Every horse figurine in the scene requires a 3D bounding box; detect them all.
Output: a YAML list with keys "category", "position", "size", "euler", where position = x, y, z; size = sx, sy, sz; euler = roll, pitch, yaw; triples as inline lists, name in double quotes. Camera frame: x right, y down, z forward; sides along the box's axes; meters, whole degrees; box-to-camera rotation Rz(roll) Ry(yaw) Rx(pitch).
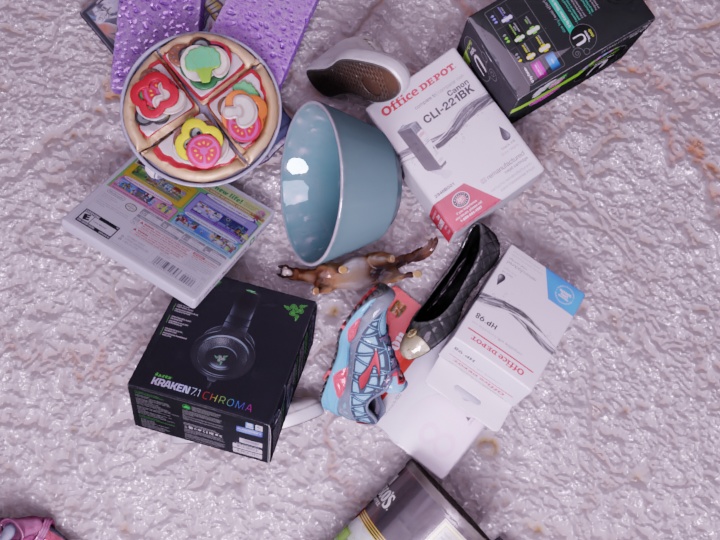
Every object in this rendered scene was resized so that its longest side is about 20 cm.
- category: "horse figurine"
  position: [0.000, 0.000, 1.108]
  size: [0.199, 0.133, 0.050]
  euler: [-12, 93, -11]

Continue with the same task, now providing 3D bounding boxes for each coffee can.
- category: "coffee can"
  position: [0.042, 0.349, 1.043]
  size: [0.200, 0.146, 0.146]
  euler: [-44, 85, -4]

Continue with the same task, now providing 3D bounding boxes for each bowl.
- category: "bowl"
  position: [-0.018, -0.108, 1.089]
  size: [0.104, 0.201, 0.202]
  euler: [-2, 83, -25]

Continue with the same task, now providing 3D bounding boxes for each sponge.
- category: "sponge"
  position: [-0.129, -0.328, 1.153]
  size: [0.111, 0.030, 0.201]
  euler: [20, 67, -2]
- category: "sponge"
  position: [-0.264, -0.331, 1.152]
  size: [0.111, 0.030, 0.201]
  euler: [3, 83, 2]

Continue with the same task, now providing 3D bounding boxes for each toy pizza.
- category: "toy pizza"
  position: [-0.196, -0.203, 1.076]
  size: [0.199, 0.032, 0.201]
  euler: [1, 81, -6]

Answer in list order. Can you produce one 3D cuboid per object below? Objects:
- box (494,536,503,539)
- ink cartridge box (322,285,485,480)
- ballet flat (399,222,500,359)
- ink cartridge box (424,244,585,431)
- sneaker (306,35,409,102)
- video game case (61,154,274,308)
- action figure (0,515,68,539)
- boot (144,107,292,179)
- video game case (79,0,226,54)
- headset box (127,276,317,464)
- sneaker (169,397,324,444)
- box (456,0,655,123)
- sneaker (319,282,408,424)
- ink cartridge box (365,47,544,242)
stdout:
- category: "box"
  position: [0.180, 0.461, 1.082]
  size: [0.156, 0.041, 0.200]
  euler: [-39, 83, -3]
- category: "ink cartridge box"
  position: [0.076, 0.141, 1.117]
  size: [0.200, 0.057, 0.163]
  euler: [39, 85, 0]
- category: "ballet flat"
  position: [0.106, 0.026, 1.097]
  size: [0.057, 0.066, 0.200]
  euler: [48, 70, -33]
- category: "ink cartridge box"
  position: [0.179, 0.082, 1.077]
  size: [0.116, 0.067, 0.200]
  euler: [34, 62, 4]
- category: "sneaker"
  position: [0.008, -0.265, 1.095]
  size: [0.085, 0.200, 0.073]
  euler: [-46, 123, -14]
- category: "video game case"
  position: [-0.239, -0.064, 1.105]
  size: [0.199, 0.022, 0.182]
  euler: [30, 52, 9]
- category: "action figure"
  position: [-0.448, 0.338, 1.095]
  size: [0.199, 0.134, 0.149]
  euler: [3, 40, -11]
- category: "boot"
  position: [-0.175, -0.161, 1.131]
  size: [0.200, 0.073, 0.090]
  euler: [-41, 88, -17]
- category: "video game case"
  position: [-0.250, -0.330, 1.187]
  size: [0.181, 0.026, 0.200]
  euler: [-40, 85, -3]
- category: "headset box"
  position: [-0.159, 0.106, 1.061]
  size: [0.173, 0.093, 0.201]
  euler: [15, 49, 6]
- category: "sneaker"
  position: [-0.148, 0.166, 1.104]
  size: [0.199, 0.073, 0.085]
  euler: [-7, 86, 1]
- category: "box"
  position: [0.240, -0.295, 1.113]
  size: [0.199, 0.149, 0.125]
  euler: [-31, 85, -2]
- category: "sneaker"
  position: [0.021, 0.104, 1.057]
  size: [0.095, 0.079, 0.201]
  euler: [26, 126, 13]
- category: "ink cartridge box"
  position: [0.118, -0.162, 1.133]
  size: [0.144, 0.084, 0.200]
  euler: [-35, 83, -3]
